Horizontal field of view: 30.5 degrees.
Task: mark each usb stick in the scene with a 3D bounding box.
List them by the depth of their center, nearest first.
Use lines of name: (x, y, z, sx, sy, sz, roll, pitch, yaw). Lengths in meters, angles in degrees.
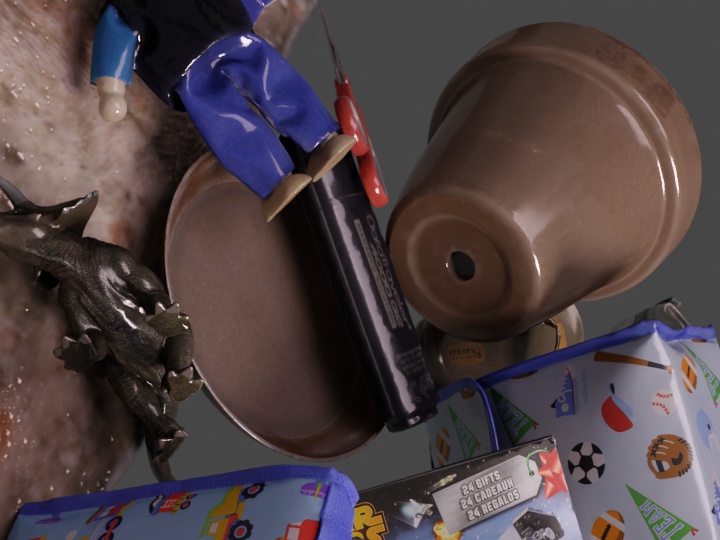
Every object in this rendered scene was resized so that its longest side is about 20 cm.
usb stick: (0.000, 0.000, 0.817, 0.055, 0.032, 0.202, -14, 83, -61)

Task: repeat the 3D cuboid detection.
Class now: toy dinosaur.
toy dinosaur: (-0.115, 0.031, 0.675, 0.200, 0.077, 0.102, 56, 4, -36)

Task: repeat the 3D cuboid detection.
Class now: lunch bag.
lunch bag: (-0.082, 0.164, 0.551, 0.094, 0.199, 0.151, 42, 45, -28)
lunch bag: (0.133, 0.138, 0.821, 0.123, 0.199, 0.172, 10, 65, -52)

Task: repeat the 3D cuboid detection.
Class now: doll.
doll: (-0.097, -0.123, 0.763, 0.136, 0.048, 0.200, -42, 90, -25)

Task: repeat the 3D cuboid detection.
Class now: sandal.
sandal: (0.114, 0.052, 0.958, 0.199, 0.054, 0.081, -5, 76, -51)

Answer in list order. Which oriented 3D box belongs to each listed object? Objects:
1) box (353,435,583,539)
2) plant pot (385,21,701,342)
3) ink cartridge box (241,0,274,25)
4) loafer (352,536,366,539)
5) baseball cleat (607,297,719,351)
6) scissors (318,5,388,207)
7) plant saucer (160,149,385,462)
box: (0.029, 0.182, 0.715, 0.198, 0.040, 0.138, -13, 82, -13)
plant pot: (0.108, -0.043, 0.884, 0.175, 0.199, 0.201, -42, 105, -47)
ink cartridge box: (-0.102, -0.282, 0.874, 0.200, 0.040, 0.201, 44, 44, -27)
loafer: (-0.032, 0.222, 0.633, 0.069, 0.070, 0.202, 8, 100, -20)
baseball cleat: (0.237, 0.114, 1.034, 0.069, 0.106, 0.201, 16, 55, -30)
scissors: (-0.009, -0.112, 0.879, 0.200, 0.014, 0.073, -104, 169, -58)
plant saucer: (-0.049, 0.019, 0.799, 0.200, 0.032, 0.202, 26, 54, -42)
